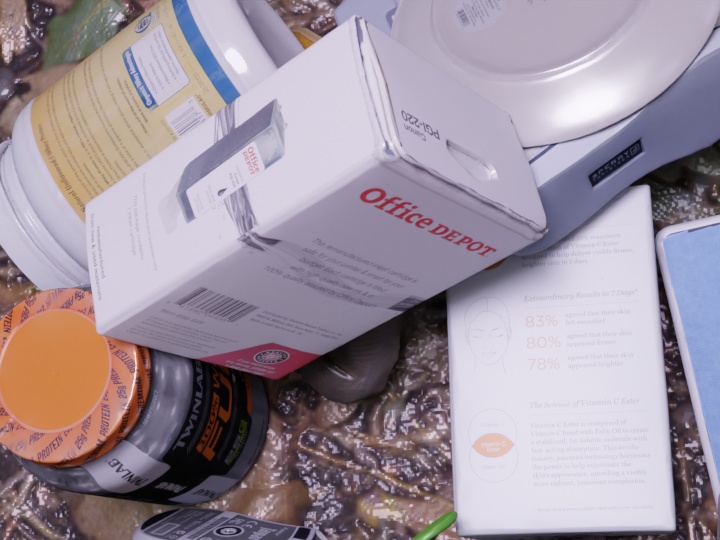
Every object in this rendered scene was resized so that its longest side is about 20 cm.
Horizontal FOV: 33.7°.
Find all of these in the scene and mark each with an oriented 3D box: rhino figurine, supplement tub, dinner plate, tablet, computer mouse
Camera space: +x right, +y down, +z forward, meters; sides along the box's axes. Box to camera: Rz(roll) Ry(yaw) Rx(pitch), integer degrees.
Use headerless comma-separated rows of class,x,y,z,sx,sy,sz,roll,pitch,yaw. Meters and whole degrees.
rhino figurine,0.000,0.000,0.749,0.087,0.060,0.200,27,120,12
supplement tub,-0.123,-0.077,0.745,0.200,0.145,0.145,-34,71,13
dinner plate,0.107,-0.159,0.688,0.200,0.024,0.200,-13,55,20
supplement tub,-0.141,0.079,0.731,0.122,0.200,0.123,-3,76,13
tablet,0.262,0.059,0.712,0.130,0.014,0.200,-13,88,9
computer mouse,-0.053,0.188,0.749,0.200,0.110,0.044,4,100,27

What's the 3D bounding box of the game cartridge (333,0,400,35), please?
game cartridge,0.088,-0.168,0.754,0.200,0.041,0.133,-26,69,12

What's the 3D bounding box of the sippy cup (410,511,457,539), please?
sippy cup,0.097,0.212,0.621,0.178,0.130,0.140,22,46,-8

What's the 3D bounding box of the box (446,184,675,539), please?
box,0.121,0.060,0.725,0.124,0.097,0.200,-4,76,13

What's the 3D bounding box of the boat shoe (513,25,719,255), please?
boat shoe,0.143,-0.094,0.691,0.202,0.075,0.086,-36,51,-2

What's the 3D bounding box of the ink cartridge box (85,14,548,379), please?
ink cartridge box,-0.025,-0.027,0.629,0.200,0.146,0.085,-28,60,30

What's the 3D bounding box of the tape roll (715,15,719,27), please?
tape roll,0.144,-0.170,0.774,0.202,0.037,0.203,-7,72,22

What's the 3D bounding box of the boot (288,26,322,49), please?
boot,-0.075,-0.106,0.841,0.201,0.071,0.144,24,96,9

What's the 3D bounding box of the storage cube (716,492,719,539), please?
storage cube,0.272,0.211,0.601,0.179,0.171,0.200,3,85,15
